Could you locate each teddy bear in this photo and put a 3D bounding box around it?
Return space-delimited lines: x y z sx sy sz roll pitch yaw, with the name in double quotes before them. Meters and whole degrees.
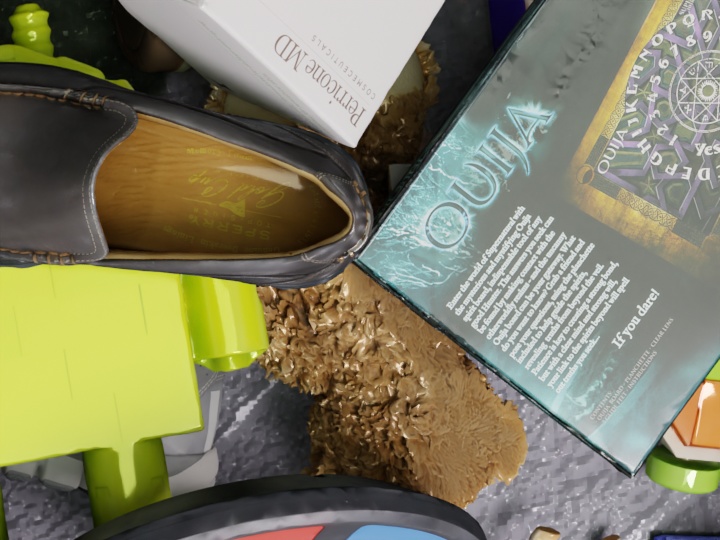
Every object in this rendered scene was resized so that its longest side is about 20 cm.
"teddy bear" 0.000 0.000 0.909 0.145 0.067 0.201 -43 115 -29

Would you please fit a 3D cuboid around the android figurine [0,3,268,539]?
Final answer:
"android figurine" -0.126 0.006 0.831 0.180 0.041 0.202 -11 89 -9

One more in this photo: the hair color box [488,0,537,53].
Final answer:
"hair color box" 0.109 -0.091 0.895 0.108 0.065 0.202 -7 91 -8

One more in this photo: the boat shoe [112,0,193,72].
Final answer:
"boat shoe" -0.048 -0.175 0.865 0.076 0.072 0.202 -3 114 -25

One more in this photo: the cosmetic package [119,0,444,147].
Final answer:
"cosmetic package" -0.003 -0.161 0.811 0.108 0.085 0.201 37 81 -51

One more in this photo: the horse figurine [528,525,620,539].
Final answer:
"horse figurine" 0.027 0.162 0.970 0.198 0.050 0.134 14 97 -16

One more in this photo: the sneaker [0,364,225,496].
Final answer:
"sneaker" -0.141 0.020 0.891 0.198 0.075 0.117 12 95 -24

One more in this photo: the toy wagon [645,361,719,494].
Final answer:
"toy wagon" 0.161 0.019 0.969 0.198 0.040 0.157 7 102 -14

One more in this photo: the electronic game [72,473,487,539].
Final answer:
"electronic game" -0.047 0.131 0.849 0.198 0.042 0.200 -12 151 -7

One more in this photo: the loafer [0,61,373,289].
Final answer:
"loafer" -0.091 -0.034 0.780 0.198 0.072 0.074 4 91 -8

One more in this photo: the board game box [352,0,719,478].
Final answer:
"board game box" 0.105 -0.044 0.849 0.135 0.028 0.201 38 88 -7

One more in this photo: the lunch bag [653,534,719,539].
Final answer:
"lunch bag" 0.228 0.196 1.012 0.198 0.094 0.152 0 102 -22
